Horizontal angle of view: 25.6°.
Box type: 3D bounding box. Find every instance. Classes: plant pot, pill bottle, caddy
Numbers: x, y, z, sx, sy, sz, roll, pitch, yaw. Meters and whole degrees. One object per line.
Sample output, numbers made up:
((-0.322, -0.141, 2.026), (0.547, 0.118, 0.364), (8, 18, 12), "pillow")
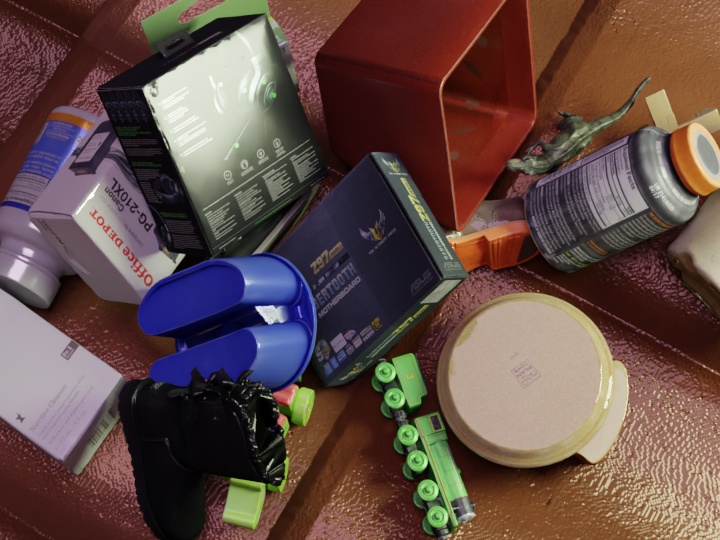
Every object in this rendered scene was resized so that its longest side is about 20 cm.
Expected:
((0.423, -0.036, 1.629), (0.183, 0.201, 0.201), (-42, 72, -1), "plant pot")
((-0.328, -0.066, 1.711), (0.111, 0.112, 0.202), (20, 72, 11), "pill bottle")
((0.276, -0.081, 1.636), (0.199, 0.106, 0.108), (-26, 64, 35), "pill bottle")
((-0.133, 0.062, 1.613), (0.198, 0.104, 0.143), (-19, 78, 37), "caddy")
((0.064, -0.196, 1.686), (0.174, 0.201, 0.201), (18, 51, 26), "plant pot")

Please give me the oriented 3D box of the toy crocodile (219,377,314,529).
((-0.098, 0.168, 1.636), (0.067, 0.062, 0.202), (17, 71, 9), "toy crocodile")

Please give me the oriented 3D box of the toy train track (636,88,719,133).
((0.299, -0.128, 1.735), (0.198, 0.033, 0.116), (-25, 110, 3), "toy train track")

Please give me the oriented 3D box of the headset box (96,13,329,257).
((-0.150, -0.146, 1.611), (0.174, 0.202, 0.092), (-37, 26, -32), "headset box")

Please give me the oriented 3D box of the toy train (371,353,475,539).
((0.065, 0.179, 1.636), (0.056, 0.042, 0.202), (-15, 69, -14), "toy train")

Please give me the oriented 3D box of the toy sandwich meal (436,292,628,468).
((0.179, 0.118, 1.641), (0.202, 0.070, 0.208), (-3, 69, 7), "toy sandwich meal")

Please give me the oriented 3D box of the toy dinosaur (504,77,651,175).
((0.228, -0.146, 1.724), (0.199, 0.088, 0.048), (-36, 101, -22), "toy dinosaur")

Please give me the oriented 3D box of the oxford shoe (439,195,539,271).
((0.094, -0.036, 1.709), (0.197, 0.072, 0.074), (-8, 51, -7), "oxford shoe")

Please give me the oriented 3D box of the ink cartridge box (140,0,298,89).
((-0.148, -0.230, 1.716), (0.144, 0.200, 0.048), (-30, 67, -9), "ink cartridge box")

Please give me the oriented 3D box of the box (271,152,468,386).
((0.000, 0.000, 1.640), (0.200, 0.051, 0.159), (-43, 66, 32), "box")

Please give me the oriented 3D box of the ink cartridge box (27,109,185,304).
((-0.233, -0.085, 1.667), (0.084, 0.145, 0.201), (7, 55, 43), "ink cartridge box")

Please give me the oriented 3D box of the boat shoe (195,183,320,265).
((-0.118, -0.045, 1.713), (0.066, 0.075, 0.200), (38, 85, 4), "boat shoe")

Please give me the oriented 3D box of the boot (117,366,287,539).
((-0.145, 0.188, 1.550), (0.161, 0.201, 0.073), (0, 24, 30), "boot")

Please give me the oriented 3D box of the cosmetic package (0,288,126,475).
((-0.348, 0.110, 1.662), (0.199, 0.081, 0.113), (31, 76, 13), "cosmetic package")
